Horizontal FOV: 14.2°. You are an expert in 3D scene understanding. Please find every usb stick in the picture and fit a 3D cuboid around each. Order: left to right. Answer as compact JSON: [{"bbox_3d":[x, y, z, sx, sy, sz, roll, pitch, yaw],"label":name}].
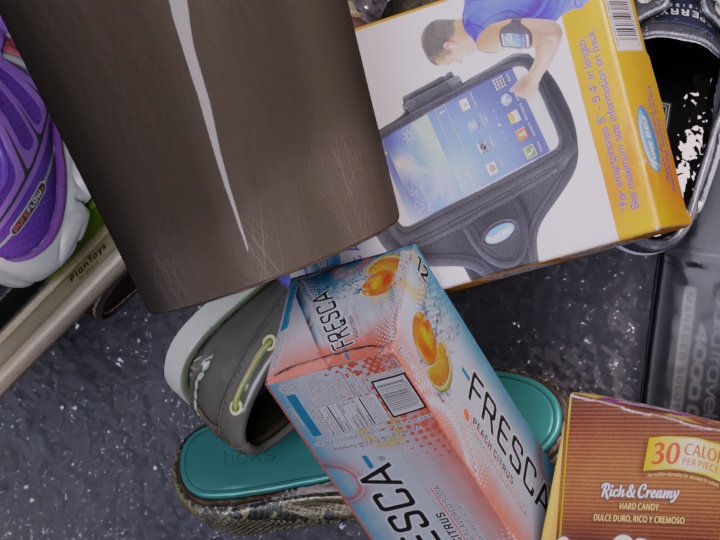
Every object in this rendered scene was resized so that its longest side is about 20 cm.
[{"bbox_3d":[0.158,0.036,1.318,0.055,0.033,0.201,7,96,10],"label":"usb stick"}]

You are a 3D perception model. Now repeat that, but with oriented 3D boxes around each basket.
[{"bbox_3d":[-0.070,-0.095,1.181,0.180,0.136,0.201,-13,99,46],"label":"basket"}]

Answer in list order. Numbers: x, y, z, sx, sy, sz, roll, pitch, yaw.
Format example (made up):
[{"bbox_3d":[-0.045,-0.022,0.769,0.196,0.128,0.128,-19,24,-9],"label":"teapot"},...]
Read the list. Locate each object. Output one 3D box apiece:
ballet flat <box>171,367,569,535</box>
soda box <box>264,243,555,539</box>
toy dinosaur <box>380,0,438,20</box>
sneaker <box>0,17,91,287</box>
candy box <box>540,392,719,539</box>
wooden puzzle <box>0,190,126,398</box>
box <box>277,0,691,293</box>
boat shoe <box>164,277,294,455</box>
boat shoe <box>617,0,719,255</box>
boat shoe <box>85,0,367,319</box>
[{"bbox_3d":[0.012,0.089,1.348,0.199,0.075,0.068,-10,62,17],"label":"ballet flat"},{"bbox_3d":[0.035,0.085,1.242,0.063,0.069,0.200,-15,127,24],"label":"soda box"},{"bbox_3d":[0.050,-0.119,1.304,0.077,0.102,0.201,26,99,-26],"label":"toy dinosaur"},{"bbox_3d":[-0.168,-0.094,1.304,0.080,0.083,0.201,-23,62,28],"label":"sneaker"},{"bbox_3d":[0.123,0.160,1.199,0.116,0.056,0.201,11,89,48],"label":"candy box"},{"bbox_3d":[-0.162,-0.056,1.358,0.185,0.037,0.200,-45,50,16],"label":"wooden puzzle"},{"bbox_3d":[0.032,-0.051,1.233,0.199,0.041,0.120,-16,86,26],"label":"box"},{"bbox_3d":[0.001,0.001,1.322,0.202,0.072,0.060,-43,53,-1],"label":"boat shoe"},{"bbox_3d":[0.133,-0.106,1.235,0.071,0.068,0.201,10,91,-5],"label":"boat shoe"},{"bbox_3d":[-0.059,-0.040,1.361,0.200,0.072,0.072,-45,80,9],"label":"boat shoe"}]
